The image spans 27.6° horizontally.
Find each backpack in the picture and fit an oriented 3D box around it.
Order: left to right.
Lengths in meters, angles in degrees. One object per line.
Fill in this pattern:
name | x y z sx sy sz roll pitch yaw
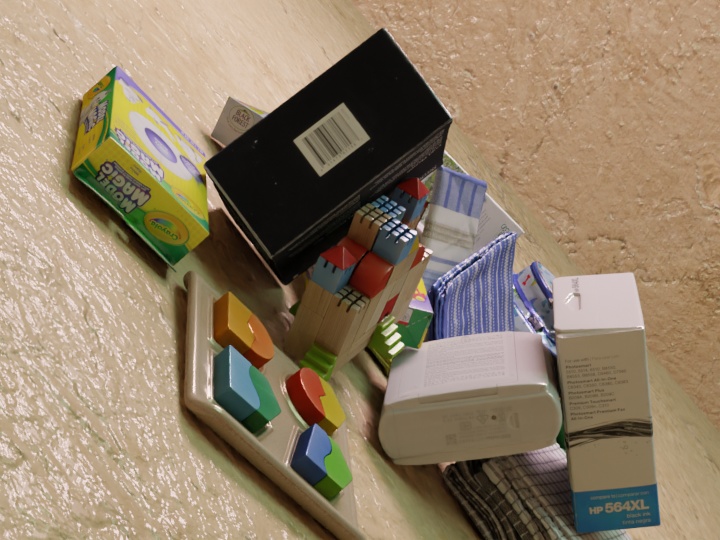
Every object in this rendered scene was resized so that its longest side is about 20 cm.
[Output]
backpack | 0.219 0.076 1.933 0.183 0.147 0.201 37 15 -54

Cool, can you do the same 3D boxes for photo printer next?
photo printer | 0.103 0.114 1.382 0.200 0.164 0.070 -75 156 -76

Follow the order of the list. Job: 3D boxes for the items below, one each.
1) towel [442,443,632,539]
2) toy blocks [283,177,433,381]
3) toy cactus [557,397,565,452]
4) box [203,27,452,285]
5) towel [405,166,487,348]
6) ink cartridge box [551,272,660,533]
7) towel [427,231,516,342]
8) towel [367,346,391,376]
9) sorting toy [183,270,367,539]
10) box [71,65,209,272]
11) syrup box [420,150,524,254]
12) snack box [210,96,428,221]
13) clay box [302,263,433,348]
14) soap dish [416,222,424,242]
towel | 0.174 0.245 1.433 0.201 0.086 0.165 52 18 19
toy blocks | 0.009 0.000 1.289 0.099 0.138 0.200 32 32 15
toy cactus | 0.216 0.221 1.619 0.202 0.102 0.165 63 19 18
box | -0.027 -0.096 1.323 0.105 0.199 0.182 52 -5 8
towel | 0.086 -0.006 1.570 0.024 0.203 0.147 13 2 23
ink cartridge box | 0.230 0.121 1.385 0.146 0.083 0.203 -75 159 -68
towel | 0.127 0.053 1.607 0.200 0.024 0.147 -34 126 -53
towel | 0.027 0.064 1.587 0.086 0.018 0.200 47 13 4
sorting toy | -0.062 0.099 1.111 0.185 0.036 0.201 45 14 -26
box | -0.178 -0.084 1.202 0.117 0.048 0.201 45 15 -24
syrup box | 0.093 -0.088 1.708 0.200 0.079 0.081 45 3 -5
snack box | -0.043 -0.107 1.532 0.199 0.053 0.142 34 10 40
clay box | 0.000 0.000 1.484 0.113 0.048 0.201 14 25 -15
soap dish | 0.062 -0.005 1.706 0.200 0.081 0.157 42 5 -34
